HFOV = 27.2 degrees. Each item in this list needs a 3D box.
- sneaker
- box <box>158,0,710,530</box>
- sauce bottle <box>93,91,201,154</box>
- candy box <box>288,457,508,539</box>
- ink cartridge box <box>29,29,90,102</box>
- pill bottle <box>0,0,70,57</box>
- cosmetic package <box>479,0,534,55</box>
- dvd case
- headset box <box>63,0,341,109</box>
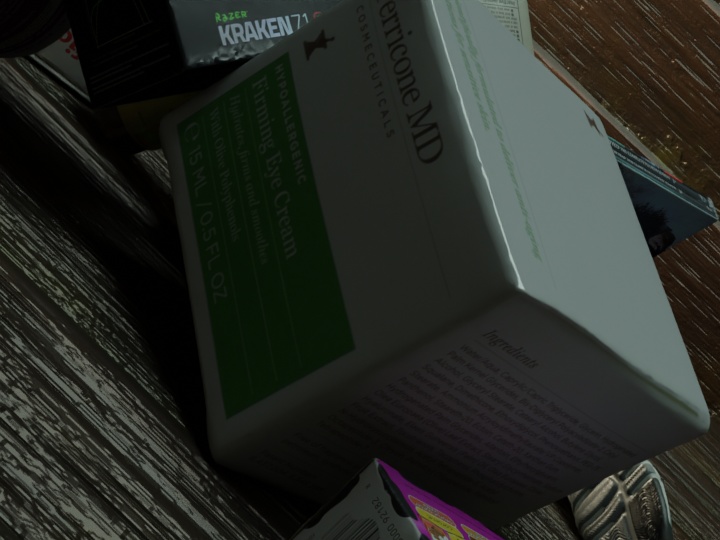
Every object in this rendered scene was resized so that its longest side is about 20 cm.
[{"bbox_3d":[0.209,0.180,1.166,0.115,0.075,0.200,41,9,-33],"label":"sneaker"},{"bbox_3d":[0.035,0.001,0.731,0.200,0.171,0.199,33,36,-49],"label":"box"},{"bbox_3d":[-0.070,-0.124,0.923,0.065,0.200,0.065,42,41,-53],"label":"sauce bottle"},{"bbox_3d":[0.064,0.181,0.588,0.136,0.061,0.200,37,12,-41],"label":"candy box"},{"bbox_3d":[-0.164,-0.232,0.976,0.147,0.200,0.083,39,8,-32],"label":"ink cartridge box"},{"bbox_3d":[-0.221,-0.176,0.758,0.112,0.112,0.200,46,10,9],"label":"pill bottle"},{"bbox_3d":[0.053,-0.136,0.957,0.103,0.073,0.201,1,79,-33],"label":"cosmetic package"},{"bbox_3d":[0.115,-0.031,0.926,0.200,0.146,0.022,23,43,-46],"label":"dvd case"},{"bbox_3d":[-0.074,-0.202,0.784,0.174,0.093,0.201,-16,93,-41],"label":"headset box"}]
